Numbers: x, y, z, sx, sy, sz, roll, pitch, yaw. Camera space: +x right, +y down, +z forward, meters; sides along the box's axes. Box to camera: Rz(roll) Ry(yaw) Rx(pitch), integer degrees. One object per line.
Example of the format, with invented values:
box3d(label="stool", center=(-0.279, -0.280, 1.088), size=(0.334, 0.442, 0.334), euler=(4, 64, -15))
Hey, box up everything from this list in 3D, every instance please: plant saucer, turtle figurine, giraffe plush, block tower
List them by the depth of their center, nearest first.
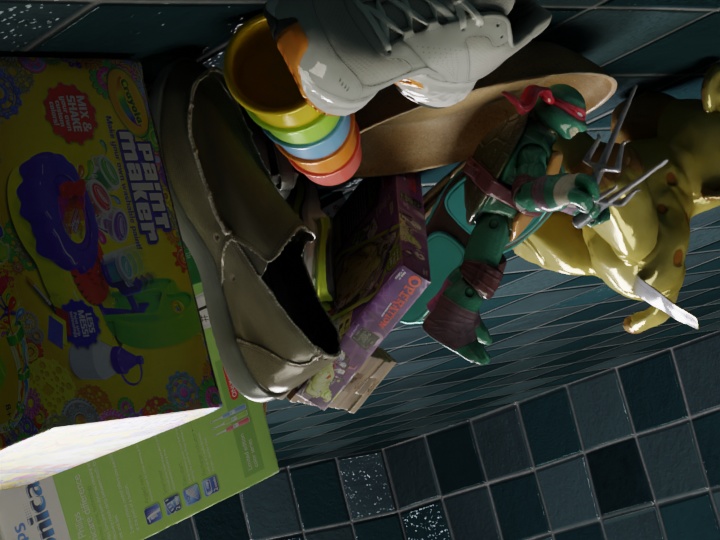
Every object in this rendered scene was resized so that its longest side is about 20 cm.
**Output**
box3d(label="turtle figurine", center=(0.109, -0.042, 1.355), size=(0.200, 0.101, 0.150), euler=(-59, 164, 13))
box3d(label="plant saucer", center=(0.066, -0.109, 1.413), size=(0.200, 0.035, 0.200), euler=(-15, 171, -2))
box3d(label="block tower", center=(-0.051, 0.058, 1.559), size=(0.054, 0.058, 0.200), euler=(-50, 153, 12))
box3d(label="giraffe plush", center=(0.212, -0.071, 1.582), size=(0.162, 0.200, 0.173), euler=(-46, 168, -22))

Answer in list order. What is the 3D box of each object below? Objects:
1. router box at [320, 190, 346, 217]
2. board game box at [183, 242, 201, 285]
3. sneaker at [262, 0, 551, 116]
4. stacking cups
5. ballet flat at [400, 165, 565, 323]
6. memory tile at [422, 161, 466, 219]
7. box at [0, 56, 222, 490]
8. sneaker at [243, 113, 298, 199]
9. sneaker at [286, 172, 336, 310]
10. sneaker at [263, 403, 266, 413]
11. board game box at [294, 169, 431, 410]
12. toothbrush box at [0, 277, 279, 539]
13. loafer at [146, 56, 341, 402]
box3d(label="router box", center=(-0.112, 0.016, 1.653), size=(0.157, 0.052, 0.200), euler=(-23, -174, 40))
box3d(label="board game box", center=(-0.166, -0.009, 1.393), size=(0.200, 0.029, 0.135), euler=(-20, -155, -23))
box3d(label="sneaker", center=(0.028, -0.134, 1.136), size=(0.092, 0.076, 0.200), euler=(-30, 171, 30))
box3d(label="stacking cups", center=(-0.034, -0.087, 1.246), size=(0.060, 0.061, 0.200), euler=(-15, 165, 2))
box3d(label="ballet flat", center=(0.083, -0.038, 1.533), size=(0.200, 0.067, 0.070), euler=(-46, -178, 41))
box3d(label="memory tile", center=(0.013, -0.013, 1.659), size=(0.200, 0.017, 0.153), euler=(-44, 179, 44))
box3d(label="box", center=(-0.199, 0.009, 1.187), size=(0.122, 0.200, 0.193), euler=(-4, 165, -46))
box3d(label="sneaker", center=(-0.090, -0.070, 1.307), size=(0.099, 0.071, 0.200), euler=(-14, 177, -1))
box3d(label="sneaker", center=(-0.067, -0.024, 1.497), size=(0.081, 0.074, 0.200), euler=(1, -168, -10))
box3d(label="sneaker", center=(-0.131, 0.096, 1.625), size=(0.108, 0.070, 0.200), euler=(-28, -173, 8))
box3d(label="board game box", center=(0.000, 0.000, 1.485), size=(0.120, 0.032, 0.200), euler=(-55, -165, 22))
box3d(label="toothbrush box", center=(-0.168, 0.095, 1.378), size=(0.200, 0.146, 0.086), euler=(-25, -160, -32))
box3d(label="loafer", center=(-0.058, -0.027, 1.212), size=(0.070, 0.200, 0.075), euler=(-13, -168, 31))
